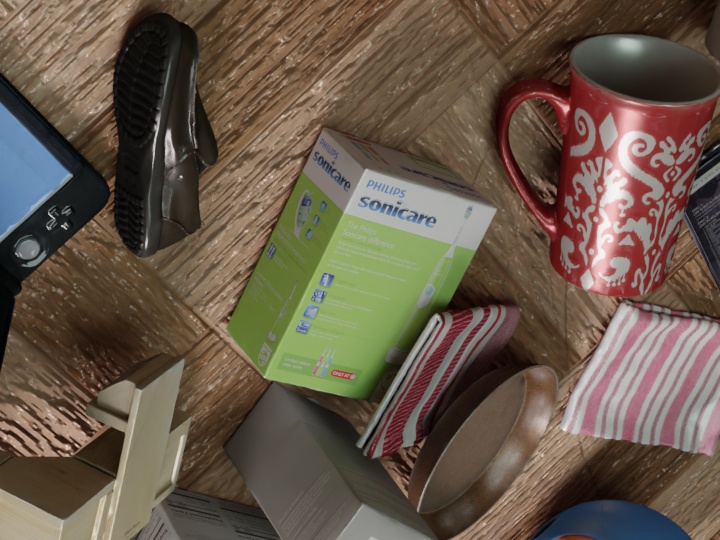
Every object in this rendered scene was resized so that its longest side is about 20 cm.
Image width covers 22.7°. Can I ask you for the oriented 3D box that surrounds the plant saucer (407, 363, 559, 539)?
[{"bbox_3d":[0.108,0.163,1.661,0.200,0.034,0.200,-37,149,-28],"label":"plant saucer"}]

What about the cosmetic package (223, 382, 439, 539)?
[{"bbox_3d":[-0.027,0.193,1.541,0.107,0.200,0.090,32,98,-35],"label":"cosmetic package"}]

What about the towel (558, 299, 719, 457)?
[{"bbox_3d":[0.304,0.110,1.779,0.200,0.030,0.147,12,110,-33],"label":"towel"}]

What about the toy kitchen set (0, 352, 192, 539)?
[{"bbox_3d":[-0.254,0.121,1.457,0.200,0.180,0.163,-37,148,-59],"label":"toy kitchen set"}]

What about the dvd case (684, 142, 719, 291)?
[{"bbox_3d":[0.389,-0.059,1.736,0.149,0.016,0.200,-37,129,-3],"label":"dvd case"}]

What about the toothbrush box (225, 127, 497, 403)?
[{"bbox_3d":[0.000,0.000,1.514,0.145,0.086,0.200,14,111,-36],"label":"toothbrush box"}]

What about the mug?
[{"bbox_3d":[0.215,-0.095,1.575,0.133,0.177,0.200,-42,146,-50],"label":"mug"}]

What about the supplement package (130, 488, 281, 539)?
[{"bbox_3d":[-0.125,0.300,1.605,0.200,0.111,0.156,20,106,-35],"label":"supplement package"}]

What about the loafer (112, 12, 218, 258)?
[{"bbox_3d":[-0.148,-0.108,1.390,0.071,0.073,0.200,-13,128,-33],"label":"loafer"}]

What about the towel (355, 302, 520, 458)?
[{"bbox_3d":[0.073,0.094,1.582,0.144,0.023,0.200,-61,161,13],"label":"towel"}]

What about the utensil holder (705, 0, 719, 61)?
[{"bbox_3d":[0.403,-0.260,1.533,0.170,0.170,0.200,2,118,-29],"label":"utensil holder"}]

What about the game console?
[{"bbox_3d":[-0.286,-0.041,1.315,0.171,0.118,0.200,-42,129,-1],"label":"game console"}]

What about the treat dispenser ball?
[{"bbox_3d":[0.248,0.326,1.765,0.201,0.201,0.201,-13,123,-22],"label":"treat dispenser ball"}]
